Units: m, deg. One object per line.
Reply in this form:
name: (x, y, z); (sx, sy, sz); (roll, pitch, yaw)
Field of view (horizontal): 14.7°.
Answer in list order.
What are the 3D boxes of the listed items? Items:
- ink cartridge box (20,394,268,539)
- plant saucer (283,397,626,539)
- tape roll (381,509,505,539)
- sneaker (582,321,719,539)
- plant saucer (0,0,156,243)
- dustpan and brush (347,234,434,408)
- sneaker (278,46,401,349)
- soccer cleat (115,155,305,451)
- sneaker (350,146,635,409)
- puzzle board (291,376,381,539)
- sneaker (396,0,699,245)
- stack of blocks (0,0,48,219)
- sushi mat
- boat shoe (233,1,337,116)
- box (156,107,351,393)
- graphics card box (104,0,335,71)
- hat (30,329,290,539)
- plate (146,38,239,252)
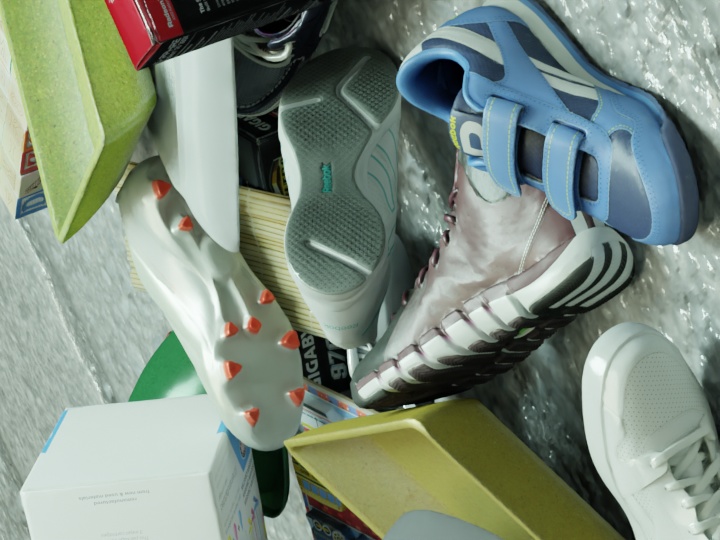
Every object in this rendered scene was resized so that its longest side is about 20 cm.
ink cartridge box: (-0.127, 0.199, 1.803); (0.129, 0.124, 0.201); (-73, -26, -67)
plant saucer: (0.073, 0.142, 1.618); (0.200, 0.049, 0.200); (44, 160, -13)
tape roll: (0.083, 0.227, 1.617); (0.200, 0.066, 0.201); (35, 159, 15)
sneaker: (0.185, 0.123, 1.422); (0.115, 0.073, 0.201); (23, 139, 56)
plant saucer: (-0.176, -0.141, 1.737); (0.200, 0.048, 0.201); (128, 129, -68)
dustpan and brush: (0.000, 0.000, 1.690); (0.140, 0.057, 0.201); (61, -159, -62)
sneaker: (-0.012, -0.043, 1.605); (0.080, 0.070, 0.201); (80, -169, -50)
soccer cleat: (-0.095, 0.022, 1.774); (0.077, 0.069, 0.201); (-28, 86, 58)
sneaker: (0.059, -0.007, 1.534); (0.200, 0.075, 0.116); (-33, 68, 36)
puzzle board: (0.020, 0.154, 1.787); (0.200, 0.017, 0.151); (23, 137, 44)
sneaker: (0.096, -0.068, 1.429); (0.200, 0.082, 0.074); (42, 144, 42)
stack of blocks: (-0.196, -0.129, 1.943); (0.059, 0.115, 0.200); (57, 154, 23)
sushi mat: (-0.092, -0.015, 1.807); (0.199, 0.012, 0.096); (13, 124, 45)
boat shoe: (-0.056, -0.146, 1.612); (0.074, 0.093, 0.201); (23, 133, 0)
box: (-0.073, -0.027, 1.854); (0.159, 0.046, 0.201); (32, 138, 52)
graphics card box: (-0.055, -0.197, 1.492); (0.126, 0.199, 0.051); (64, 155, 6)
hat: (-0.158, 0.122, 1.874); (0.166, 0.175, 0.201); (42, 146, 53)
plate: (-0.115, -0.141, 1.677); (0.200, 0.032, 0.200); (-117, 21, -46)
